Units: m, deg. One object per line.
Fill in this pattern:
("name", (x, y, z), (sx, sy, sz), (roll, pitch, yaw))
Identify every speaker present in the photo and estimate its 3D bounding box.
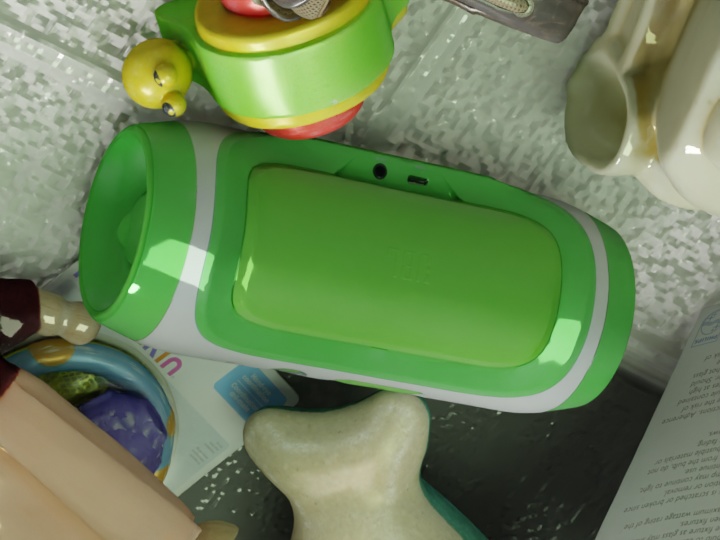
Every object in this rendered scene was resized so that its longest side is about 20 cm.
("speaker", (0.000, 0.000, 0.913), (0.199, 0.089, 0.089), (11, 116, -24))

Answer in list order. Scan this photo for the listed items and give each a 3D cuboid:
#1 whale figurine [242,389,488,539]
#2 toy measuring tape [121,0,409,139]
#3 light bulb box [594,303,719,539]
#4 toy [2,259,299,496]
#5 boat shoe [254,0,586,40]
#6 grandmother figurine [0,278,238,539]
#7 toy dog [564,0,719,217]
("whale figurine", (0.016, 0.131, 0.998), (0.159, 0.104, 0.200), (-11, 111, 17))
("toy measuring tape", (0.012, -0.095, 0.867), (0.199, 0.074, 0.074), (-20, 125, -6))
("light bulb box", (0.201, 0.139, 0.962), (0.198, 0.125, 0.200), (44, 55, -22))
("toy", (-0.128, 0.086, 0.945), (0.200, 0.047, 0.115), (-36, 125, 6))
("boat shoe", (-0.016, -0.119, 0.790), (0.199, 0.074, 0.074), (12, 92, 8))
("grandmother figurine", (-0.138, 0.051, 0.879), (0.200, 0.121, 0.061), (41, 144, -8))
("toy dog", (0.201, -0.070, 0.879), (0.199, 0.194, 0.140), (12, 108, -15))
